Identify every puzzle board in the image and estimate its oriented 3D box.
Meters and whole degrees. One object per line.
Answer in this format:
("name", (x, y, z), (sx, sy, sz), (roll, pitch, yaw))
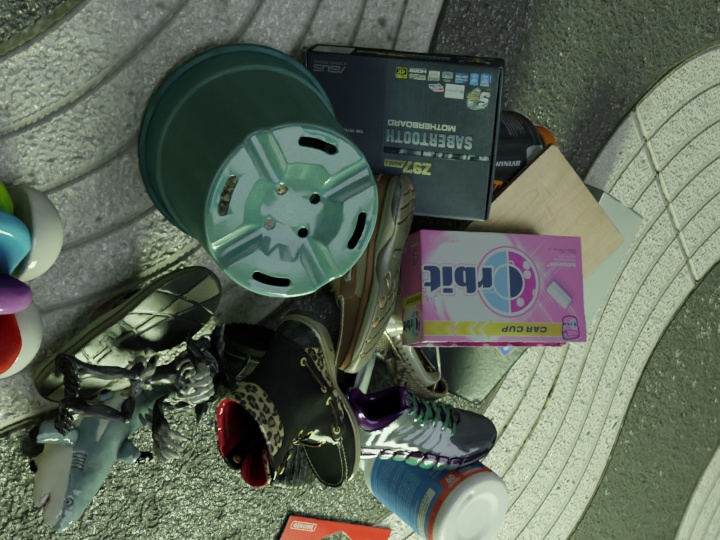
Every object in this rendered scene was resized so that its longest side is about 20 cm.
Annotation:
("puzzle board", (0.187, -0.021, 1.100), (0.200, 0.017, 0.151), (-43, 110, -5))

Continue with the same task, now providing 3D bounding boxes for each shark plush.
("shark plush", (-0.241, 0.168, 0.961), (0.200, 0.083, 0.091), (-33, 162, -45))

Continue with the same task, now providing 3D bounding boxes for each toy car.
("toy car", (-0.323, 0.017, 0.775), (0.174, 0.150, 0.202), (6, 106, -40))

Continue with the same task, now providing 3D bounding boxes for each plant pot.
("plant pot", (-0.084, -0.081, 0.861), (0.198, 0.196, 0.202), (-8, 115, -18))

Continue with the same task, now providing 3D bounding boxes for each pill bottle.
("pill bottle", (0.136, -0.130, 1.113), (0.199, 0.106, 0.107), (-7, 114, -37))
("pill bottle", (0.073, 0.247, 1.172), (0.112, 0.199, 0.113), (-18, 121, -33))

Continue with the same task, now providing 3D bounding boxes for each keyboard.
("keyboard", (-0.010, 0.170, 1.145), (0.056, 0.011, 0.201), (-50, 158, -51))

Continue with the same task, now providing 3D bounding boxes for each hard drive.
("hard drive", (0.097, 0.069, 1.140), (0.199, 0.033, 0.140), (27, 116, -19))

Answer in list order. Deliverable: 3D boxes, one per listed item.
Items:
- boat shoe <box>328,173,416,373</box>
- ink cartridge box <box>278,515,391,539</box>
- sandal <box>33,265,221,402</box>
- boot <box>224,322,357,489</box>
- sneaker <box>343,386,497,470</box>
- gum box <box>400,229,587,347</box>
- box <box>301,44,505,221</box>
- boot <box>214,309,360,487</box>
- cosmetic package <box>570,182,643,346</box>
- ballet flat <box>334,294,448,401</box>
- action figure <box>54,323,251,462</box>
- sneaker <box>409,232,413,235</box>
("boat shoe", (0.000, 0.000, 0.970), (0.076, 0.071, 0.202), (22, 81, -75))
("ink cartridge box", (-0.048, 0.414, 1.258), (0.199, 0.045, 0.177), (21, 97, -43))
("sandal", (-0.228, 0.051, 0.937), (0.200, 0.057, 0.080), (-31, 137, -7))
("boot", (-0.097, 0.156, 1.073), (0.210, 0.079, 0.159), (24, 94, -44))
("sneaker", (0.067, 0.168, 1.074), (0.198, 0.075, 0.088), (2, 135, -16))
("gum box", (0.145, 0.022, 1.034), (0.198, 0.066, 0.115), (1, 81, -18))
("box", (0.041, -0.139, 0.986), (0.051, 0.198, 0.159), (-65, 160, -65))
("boot", (-0.068, 0.158, 0.952), (0.151, 0.073, 0.202), (-46, 133, -52))
("cosmetic package", (0.283, -0.012, 1.308), (0.112, 0.081, 0.201), (25, 92, -43))
("ballet flat", (0.046, 0.074, 1.078), (0.201, 0.075, 0.068), (59, 32, -34))
("action figure", (-0.180, 0.116, 0.910), (0.199, 0.102, 0.120), (-1, 125, -34))
("sneaker", (0.094, 0.029, 1.173), (0.199, 0.076, 0.115), (35, 80, -48))
